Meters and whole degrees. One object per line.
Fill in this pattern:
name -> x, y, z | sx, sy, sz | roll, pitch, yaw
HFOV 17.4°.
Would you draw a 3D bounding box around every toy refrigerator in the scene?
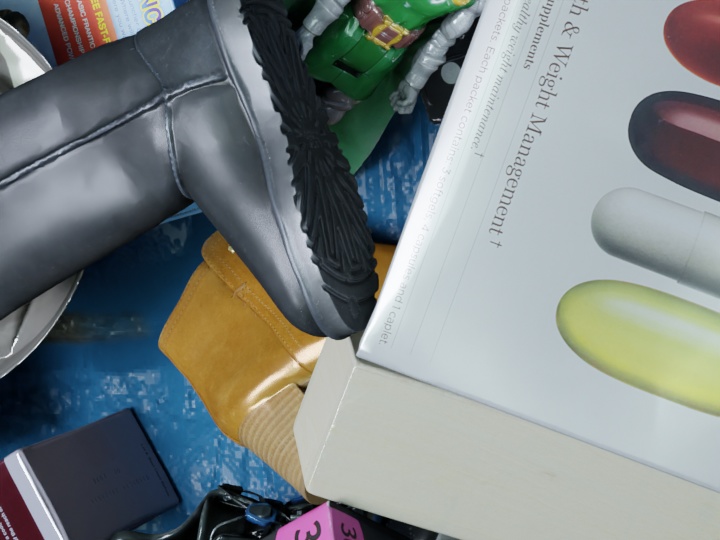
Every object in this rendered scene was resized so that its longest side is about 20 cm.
toy refrigerator -> 0.075, 0.087, 1.035 | 0.199, 0.076, 0.070 | 17, 105, -12

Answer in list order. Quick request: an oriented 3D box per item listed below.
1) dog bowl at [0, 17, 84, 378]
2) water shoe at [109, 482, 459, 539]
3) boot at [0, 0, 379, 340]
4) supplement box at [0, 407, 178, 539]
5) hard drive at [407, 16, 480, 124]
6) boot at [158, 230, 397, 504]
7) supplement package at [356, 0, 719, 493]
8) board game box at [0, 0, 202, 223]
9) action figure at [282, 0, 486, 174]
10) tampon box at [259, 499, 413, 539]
dog bowl -> -0.218, -0.035, 1.128 | 0.199, 0.059, 0.201 | 0, 92, 7
water shoe -> -0.041, 0.138, 1.114 | 0.200, 0.072, 0.079 | -25, 130, 30
boot -> -0.103, -0.018, 1.023 | 0.200, 0.066, 0.165 | -23, 76, 23
supplement box -> -0.204, 0.149, 1.219 | 0.200, 0.109, 0.061 | -32, 84, 26
hard drive -> 0.067, -0.182, 1.068 | 0.139, 0.038, 0.201 | -18, 91, 27
boot -> 0.000, 0.001, 1.117 | 0.201, 0.071, 0.144 | -45, 53, 2
supplement package -> 0.128, -0.026, 0.960 | 0.199, 0.147, 0.192 | 20, 98, 3
board game box -> -0.160, -0.108, 1.182 | 0.195, 0.056, 0.201 | -15, 92, 27
action figure -> -0.002, -0.103, 1.045 | 0.200, 0.118, 0.055 | -40, 38, 41
tampon box -> -0.038, 0.222, 1.024 | 0.200, 0.126, 0.150 | -33, 48, 29
